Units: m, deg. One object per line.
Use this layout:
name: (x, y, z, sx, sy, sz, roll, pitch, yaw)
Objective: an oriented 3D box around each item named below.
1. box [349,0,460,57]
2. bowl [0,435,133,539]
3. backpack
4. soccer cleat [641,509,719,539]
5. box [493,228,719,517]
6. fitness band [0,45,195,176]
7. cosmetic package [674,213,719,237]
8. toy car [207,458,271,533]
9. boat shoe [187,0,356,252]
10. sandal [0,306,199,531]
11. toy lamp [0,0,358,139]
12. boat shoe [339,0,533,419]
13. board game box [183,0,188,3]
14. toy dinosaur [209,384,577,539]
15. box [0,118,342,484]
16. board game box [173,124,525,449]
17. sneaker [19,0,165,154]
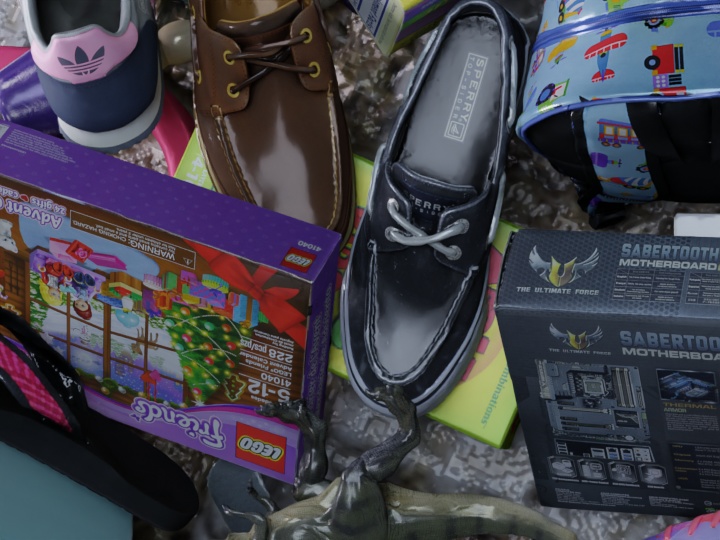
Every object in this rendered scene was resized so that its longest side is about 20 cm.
box: (0.038, -0.237, 1.403, 0.175, 0.097, 0.200, -30, 86, -8)
bowl: (-0.221, 0.128, 1.423, 0.200, 0.105, 0.202, -17, 54, 25)
backpack: (0.158, -0.098, 1.337, 0.182, 0.200, 0.135, -2, 83, 16)
soccer cleat: (0.191, 0.125, 1.346, 0.199, 0.067, 0.077, -4, 109, 32)
box: (0.170, 0.051, 1.338, 0.199, 0.158, 0.051, 2, 52, 16)
fitness band: (-0.173, -0.042, 1.509, 0.199, 0.037, 0.144, 7, 82, 15)
cosmetic package: (0.248, 0.004, 1.361, 0.199, 0.083, 0.051, 2, 83, 16)
toy car: (-0.047, 0.184, 1.394, 0.164, 0.158, 0.200, -35, 63, -4)
boat shoe: (-0.048, -0.101, 1.391, 0.072, 0.068, 0.201, -12, 78, -2)
sandal: (-0.155, 0.053, 1.393, 0.200, 0.075, 0.045, 31, 111, -14)
toy lamp: (-0.084, -0.113, 1.458, 0.199, 0.058, 0.058, -19, 78, -3)
boat shoe: (0.035, -0.030, 1.372, 0.071, 0.068, 0.201, 18, 88, 9)
board game box: (-0.094, -0.259, 1.506, 0.151, 0.047, 0.200, 34, 93, 16)
toy dinosaur: (-0.005, 0.099, 1.348, 0.199, 0.047, 0.089, -9, 87, 7)
box: (-0.110, 0.013, 1.403, 0.199, 0.137, 0.039, 19, 45, 14)
board game box: (0.000, 0.000, 1.434, 0.199, 0.048, 0.102, 24, 89, 9)
sneaker: (-0.135, -0.157, 1.411, 0.070, 0.082, 0.201, -17, 56, -1)
